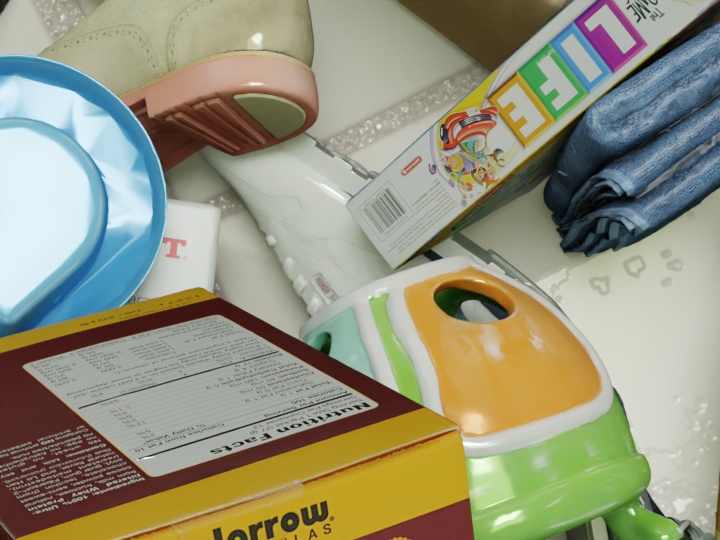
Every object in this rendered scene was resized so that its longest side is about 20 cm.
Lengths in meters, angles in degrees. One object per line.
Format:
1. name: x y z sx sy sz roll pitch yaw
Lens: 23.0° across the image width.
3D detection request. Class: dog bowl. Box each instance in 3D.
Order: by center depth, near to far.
1. dog bowl: -0.166 0.006 0.678 0.200 0.050 0.112 -42 93 -14

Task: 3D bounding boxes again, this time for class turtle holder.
1. turtle holder: 0.030 0.073 0.705 0.141 0.186 0.132 -21 80 -9

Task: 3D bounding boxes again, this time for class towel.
1. towel: 0.131 -0.052 0.712 0.112 0.200 0.049 -34 84 -1

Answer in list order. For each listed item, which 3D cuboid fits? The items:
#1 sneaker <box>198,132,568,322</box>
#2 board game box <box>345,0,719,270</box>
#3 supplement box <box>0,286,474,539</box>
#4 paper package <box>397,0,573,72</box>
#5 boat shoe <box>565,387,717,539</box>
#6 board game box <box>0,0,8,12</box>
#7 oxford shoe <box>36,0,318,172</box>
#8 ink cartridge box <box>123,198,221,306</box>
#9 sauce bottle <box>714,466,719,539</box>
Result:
1. sneaker: 0.000 0.000 0.777 0.200 0.076 0.081 37 99 3
2. board game box: 0.098 -0.084 0.697 0.200 0.134 0.034 -40 84 35
3. supplement box: -0.060 0.134 0.595 0.132 0.200 0.198 -15 108 -24
4. paper package: 0.026 -0.184 0.721 0.200 0.191 0.104 38 87 2
5. boat shoe: 0.129 0.141 0.767 0.062 0.075 0.201 -14 90 0
6. board game box: -0.222 -0.083 0.739 0.062 0.200 0.200 31 74 0
7. oxford shoe: -0.101 -0.083 0.758 0.199 0.071 0.074 -8 70 29
8. ink cartridge box: -0.144 0.063 0.745 0.144 0.085 0.201 7 81 -13
9. sauce bottle: 0.177 0.051 0.705 0.064 0.065 0.201 2 96 0
